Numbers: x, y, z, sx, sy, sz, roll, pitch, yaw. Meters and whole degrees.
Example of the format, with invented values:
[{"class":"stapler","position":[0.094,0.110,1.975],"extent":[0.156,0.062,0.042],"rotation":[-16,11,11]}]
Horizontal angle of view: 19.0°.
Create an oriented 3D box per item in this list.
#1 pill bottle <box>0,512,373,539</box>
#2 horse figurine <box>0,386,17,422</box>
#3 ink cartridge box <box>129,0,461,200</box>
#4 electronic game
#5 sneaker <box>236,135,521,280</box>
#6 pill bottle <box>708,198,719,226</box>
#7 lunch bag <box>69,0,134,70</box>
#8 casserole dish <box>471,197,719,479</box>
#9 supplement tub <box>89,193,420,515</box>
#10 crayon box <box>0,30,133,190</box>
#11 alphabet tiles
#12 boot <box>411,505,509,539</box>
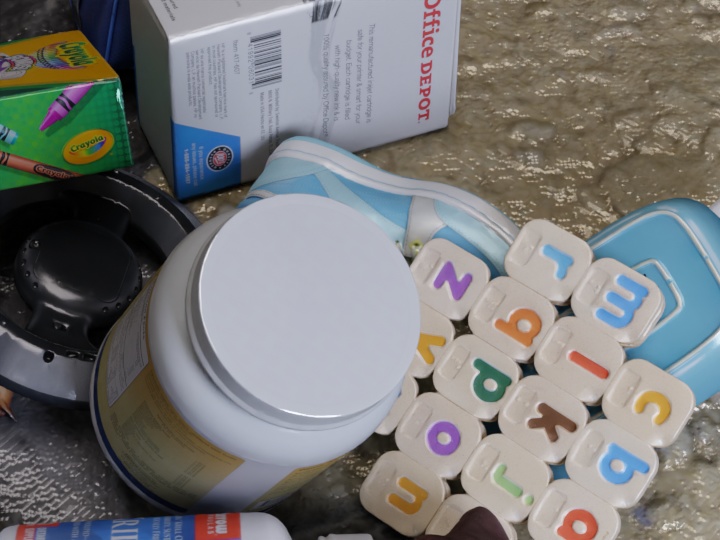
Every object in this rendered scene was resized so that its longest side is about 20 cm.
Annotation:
[{"class":"pill bottle","position":[-0.091,0.185,1.142],"extent":[0.199,0.112,0.112],"rotation":[-3,50,-5]},{"class":"horse figurine","position":[-0.290,0.016,1.321],"extent":[0.132,0.050,0.200],"rotation":[-12,53,-5]},{"class":"ink cartridge box","position":[-0.042,-0.146,1.403],"extent":[0.200,0.146,0.084],"rotation":[-17,50,-17]},{"class":"electronic game","position":[-0.174,0.005,1.318],"extent":[0.199,0.042,0.200],"rotation":[12,45,-13]},{"class":"sneaker","position":[0.000,0.000,1.326],"extent":[0.200,0.080,0.131],"rotation":[20,48,27]},{"class":"pill bottle","position":[0.280,0.044,1.277],"extent":[0.111,0.111,0.200],"rotation":[-34,59,-27]},{"class":"lunch bag","position":[-0.134,-0.233,1.432],"extent":[0.132,0.200,0.136],"rotation":[-8,47,-22]},{"class":"casserole dish","position":[0.146,0.037,1.257],"extent":[0.200,0.039,0.121],"rotation":[-34,66,13]},{"class":"supplement tub","position":[-0.059,0.049,1.179],"extent":[0.144,0.200,0.145],"rotation":[8,68,-19]},{"class":"crayon box","position":[-0.218,-0.101,1.353],"extent":[0.118,0.058,0.200],"rotation":[-11,17,-12]},{"class":"alphabet tiles","position":[0.087,0.074,1.240],"extent":[0.195,0.015,0.200],"rotation":[31,87,27]},{"class":"boot","position":[0.078,0.225,1.113],"extent":[0.200,0.072,0.166],"rotation":[63,24,4]}]
